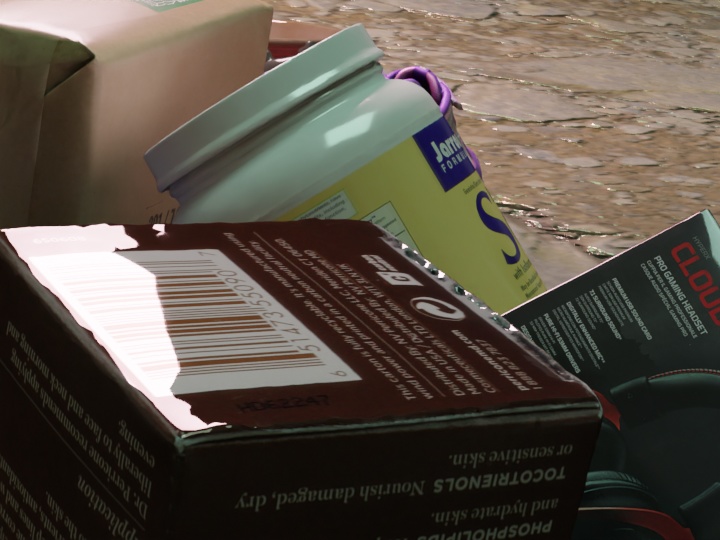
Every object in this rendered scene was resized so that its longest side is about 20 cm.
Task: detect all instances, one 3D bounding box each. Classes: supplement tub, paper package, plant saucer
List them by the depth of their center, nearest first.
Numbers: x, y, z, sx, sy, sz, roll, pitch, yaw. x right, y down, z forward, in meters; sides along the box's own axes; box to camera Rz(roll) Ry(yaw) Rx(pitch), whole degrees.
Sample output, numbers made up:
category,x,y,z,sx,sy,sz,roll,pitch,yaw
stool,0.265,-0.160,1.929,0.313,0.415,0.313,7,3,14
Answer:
category,x,y,z,sx,sy,sz,roll,pitch,yaw
supplement tub,0.000,0.000,0.948,0.145,0.200,0.145,-31,3,2
paper package,-0.144,-0.057,1.074,0.103,0.191,0.200,19,22,19
plant saucer,-0.106,-0.181,1.578,0.199,0.030,0.200,4,13,-1

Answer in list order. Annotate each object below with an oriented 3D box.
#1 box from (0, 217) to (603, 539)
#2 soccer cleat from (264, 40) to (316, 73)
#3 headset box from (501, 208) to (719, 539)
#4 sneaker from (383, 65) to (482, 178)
category,x,y,z,sx,sy,sz,roll,pitch,yaw
box,-0.042,0.103,0.717,0.164,0.201,0.166,-3,26,-32
soccer cleat,-0.053,-0.110,1.436,0.070,0.087,0.200,-10,1,-4
headset box,0.110,0.080,0.814,0.199,0.075,0.149,-27,60,0
sneaker,0.040,-0.093,1.361,0.080,0.089,0.200,13,4,19
